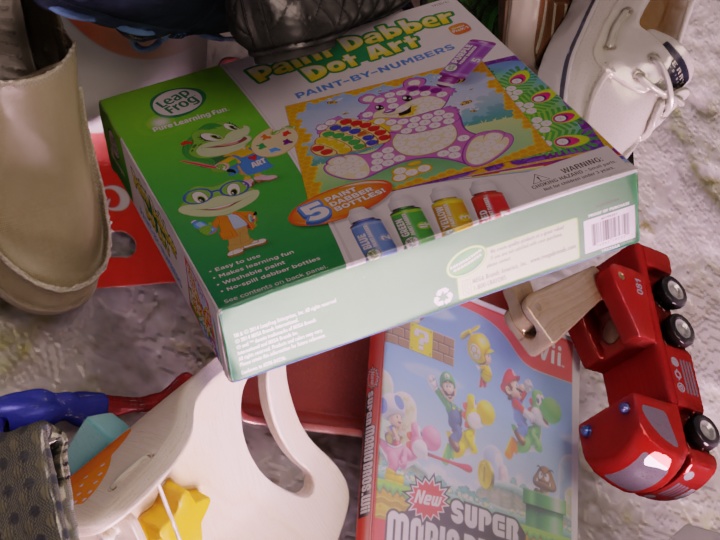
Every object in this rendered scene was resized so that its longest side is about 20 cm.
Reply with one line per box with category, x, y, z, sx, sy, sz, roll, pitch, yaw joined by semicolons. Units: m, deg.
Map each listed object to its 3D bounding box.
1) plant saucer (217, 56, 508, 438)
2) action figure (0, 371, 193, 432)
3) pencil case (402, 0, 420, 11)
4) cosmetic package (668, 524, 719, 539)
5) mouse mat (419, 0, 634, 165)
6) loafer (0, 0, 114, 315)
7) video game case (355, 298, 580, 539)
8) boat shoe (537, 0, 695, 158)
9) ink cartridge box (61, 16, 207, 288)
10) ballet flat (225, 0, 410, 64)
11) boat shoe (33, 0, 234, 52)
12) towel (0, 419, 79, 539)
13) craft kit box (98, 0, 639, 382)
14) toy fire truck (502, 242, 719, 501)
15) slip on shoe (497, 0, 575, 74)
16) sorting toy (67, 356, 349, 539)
plant saucer;0.000;0.000;0.907;0.199;0.037;0.201;11;65;-36
action figure;-0.155;0.068;0.744;0.199;0.099;0.066;0;71;-32
pencil case;-0.026;-0.212;0.948;0.199;0.078;0.090;16;34;-33
cosmetic package;0.144;0.249;0.865;0.199;0.051;0.152;-29;119;-39
mouse mat;0.100;-0.153;0.962;0.160;0.008;0.201;22;57;-29
loafer;-0.165;-0.076;0.773;0.075;0.068;0.201;-23;99;-34
video game case;0.060;0.110;0.874;0.142;0.017;0.201;22;59;-32
boat shoe;0.148;-0.109;0.915;0.071;0.069;0.201;65;36;-35
ink cartridge box;-0.150;-0.092;0.840;0.161;0.050;0.201;-4;71;-35
ballet flat;-0.014;-0.151;0.835;0.200;0.066;0.057;-50;132;-65
boat shoe;-0.104;-0.151;0.800;0.085;0.068;0.200;70;16;7
towel;-0.162;0.178;0.636;0.034;0.192;0.201;10;60;-58
craft kit box;-0.002;-0.048;0.777;0.199;0.198;0.049;-19;125;-15
toy fire truck;0.121;0.022;0.917;0.140;0.049;0.201;19;50;-33
slip on shoe;0.088;-0.206;0.939;0.076;0.060;0.202;32;61;-66
sorting toy;-0.068;0.115;0.748;0.180;0.106;0.201;-47;135;-38
